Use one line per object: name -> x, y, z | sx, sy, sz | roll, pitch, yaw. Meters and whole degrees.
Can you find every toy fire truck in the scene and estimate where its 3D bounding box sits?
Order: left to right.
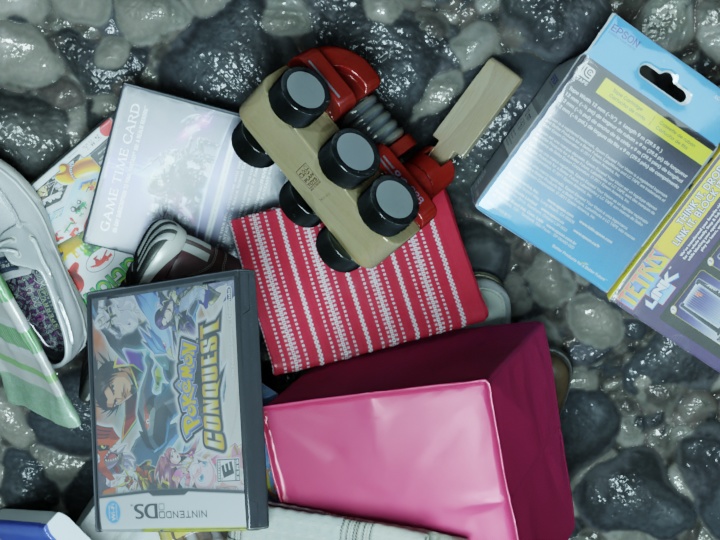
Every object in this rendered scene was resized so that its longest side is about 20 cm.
toy fire truck -> 0.023, -0.124, 1.400 | 0.176, 0.200, 0.129 | 51, 139, 2

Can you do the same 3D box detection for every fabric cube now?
fabric cube -> 0.055, 0.167, 1.368 | 0.196, 0.199, 0.200 | -7, 100, 18

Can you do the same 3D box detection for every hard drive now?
hard drive -> -0.260, 0.268, 1.494 | 0.132, 0.200, 0.025 | 48, 67, -13

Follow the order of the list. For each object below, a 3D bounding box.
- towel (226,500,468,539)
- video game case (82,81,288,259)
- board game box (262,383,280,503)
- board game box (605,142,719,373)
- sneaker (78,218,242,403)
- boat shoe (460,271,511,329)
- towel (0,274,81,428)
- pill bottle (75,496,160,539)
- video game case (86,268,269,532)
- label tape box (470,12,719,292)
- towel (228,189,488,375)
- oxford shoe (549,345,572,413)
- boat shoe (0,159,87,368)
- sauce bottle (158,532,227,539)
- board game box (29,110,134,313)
towel -> -0.015, 0.280, 1.291 | 0.200, 0.035, 0.193 | 7, 104, 15
video game case -> -0.126, -0.069, 1.436 | 0.200, 0.019, 0.143 | 15, 98, -10
board game box -> -0.105, 0.155, 1.446 | 0.037, 0.200, 0.152 | -20, 109, -19
board game box -> 0.338, -0.016, 1.455 | 0.165, 0.057, 0.200 | 34, 106, -7
sneaker -> -0.163, 0.055, 1.436 | 0.115, 0.076, 0.200 | 21, 124, -19
boat shoe -> 0.086, 0.101, 1.490 | 0.075, 0.068, 0.200 | 17, 108, -5
towel -> -0.316, 0.039, 1.411 | 0.023, 0.152, 0.200 | -34, 112, -24
pill bottle -> -0.163, 0.268, 1.526 | 0.200, 0.110, 0.110 | 35, 105, -7
video game case -> -0.150, 0.107, 1.320 | 0.181, 0.025, 0.200 | -8, 83, 41
label tape box -> 0.210, -0.104, 1.424 | 0.143, 0.066, 0.200 | 33, 103, -10
towel -> 0.000, 0.000, 1.416 | 0.200, 0.022, 0.145 | -14, 75, -16
oxford shoe -> 0.133, 0.159, 1.501 | 0.073, 0.084, 0.200 | 28, 105, -6
boat shoe -> -0.299, -0.005, 1.425 | 0.072, 0.069, 0.200 | -17, 107, 7
sauce bottle -> -0.168, 0.164, 1.473 | 0.065, 0.065, 0.200 | -23, 71, 8
board game box -> -0.250, -0.030, 1.471 | 0.200, 0.035, 0.126 | -39, 104, 12
